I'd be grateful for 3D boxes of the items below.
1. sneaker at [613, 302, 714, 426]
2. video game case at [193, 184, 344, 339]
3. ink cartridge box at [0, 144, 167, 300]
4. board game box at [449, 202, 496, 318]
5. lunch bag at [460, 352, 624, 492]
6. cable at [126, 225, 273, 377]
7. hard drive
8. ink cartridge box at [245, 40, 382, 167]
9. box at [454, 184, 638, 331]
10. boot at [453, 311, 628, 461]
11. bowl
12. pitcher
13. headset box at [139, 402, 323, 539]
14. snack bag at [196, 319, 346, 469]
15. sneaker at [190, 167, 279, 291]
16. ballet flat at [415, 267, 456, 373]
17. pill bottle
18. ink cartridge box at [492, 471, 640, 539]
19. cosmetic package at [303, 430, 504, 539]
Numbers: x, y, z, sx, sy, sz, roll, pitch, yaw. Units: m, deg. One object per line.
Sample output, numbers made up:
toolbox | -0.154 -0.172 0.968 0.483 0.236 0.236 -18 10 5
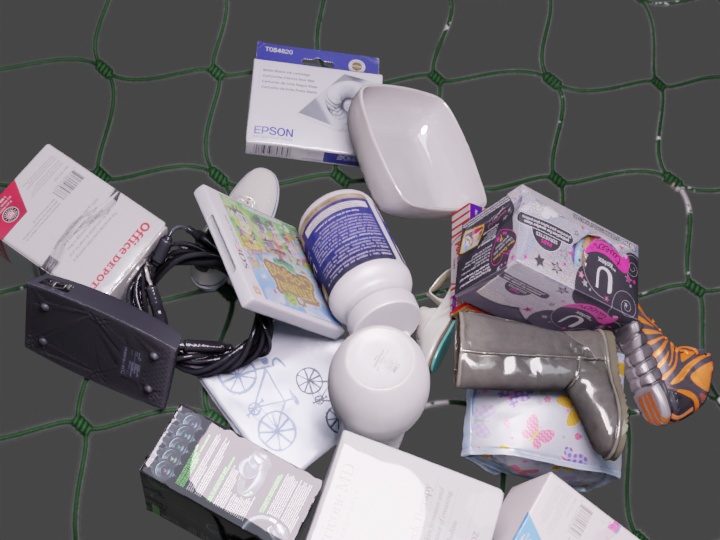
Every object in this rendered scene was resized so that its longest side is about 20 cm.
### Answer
sneaker | 0.410 0.106 1.414 0.111 0.078 0.203 -16 79 -20
video game case | -0.113 -0.009 1.307 0.022 0.199 0.184 -38 59 18
ink cartridge box | -0.371 -0.045 1.343 0.199 0.084 0.146 33 64 6
board game box | 0.213 0.012 1.396 0.198 0.046 0.154 17 61 -27
lunch bag | 0.227 0.177 1.317 0.197 0.127 0.172 13 65 -14
cable | -0.200 0.051 1.298 0.199 0.051 0.164 37 87 3
hard drive | -0.316 0.085 1.268 0.198 0.136 0.043 23 43 3
ink cartridge box | -0.065 -0.254 1.515 0.196 0.041 0.203 5 64 -7
box | 0.238 0.001 1.302 0.198 0.132 0.116 23 58 -24
boot | 0.210 0.135 1.228 0.197 0.073 0.184 7 53 -12
bowl | 0.068 -0.156 1.441 0.198 0.074 0.203 0 64 -45
pitcher | 0.031 0.130 1.238 0.120 0.201 0.173 23 61 12
headset box | -0.156 0.256 1.186 0.198 0.175 0.093 28 63 4
snack bag | -0.084 0.150 1.334 0.199 0.021 0.189 -35 75 -21
sneaker | -0.165 -0.064 1.392 0.072 0.071 0.202 24 64 3
ballet flat | 0.113 0.056 1.391 0.069 0.070 0.201 31 57 6
pill bottle | 0.000 0.000 1.337 0.114 0.117 0.201 -13 50 -15
ink cartridge box | 0.251 0.360 1.223 0.199 0.125 0.129 38 65 0
cosmetic package | 0.037 0.317 1.194 0.197 0.167 0.169 20 63 2
